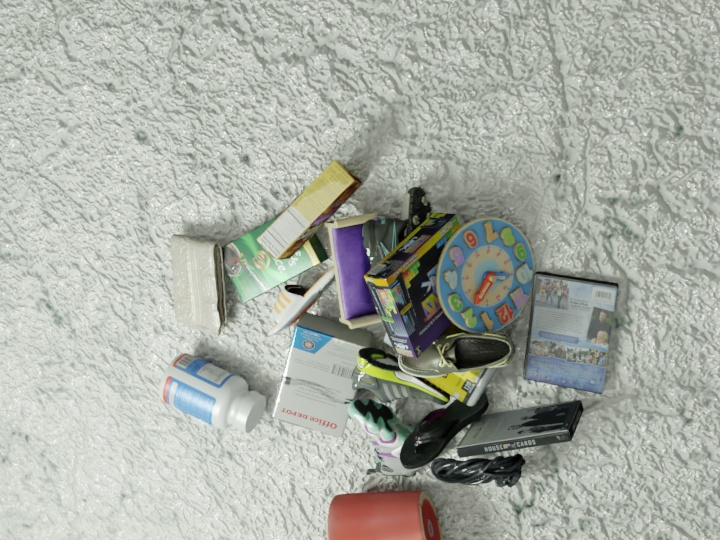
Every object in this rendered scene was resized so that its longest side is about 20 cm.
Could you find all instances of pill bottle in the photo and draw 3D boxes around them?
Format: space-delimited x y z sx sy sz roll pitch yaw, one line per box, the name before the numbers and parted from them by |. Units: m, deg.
pill bottle | 0.146 0.148 1.558 0.200 0.112 0.112 31 112 12
pill bottle | -0.299 0.255 1.764 0.199 0.112 0.113 23 110 16

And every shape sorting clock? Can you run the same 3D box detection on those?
shape sorting clock | 0.216 0.010 1.473 0.039 0.199 0.201 22 116 59

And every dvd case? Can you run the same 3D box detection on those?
dvd case | 0.280 0.276 1.513 0.199 0.150 0.025 -15 96 24
dvd case | 0.365 0.108 1.512 0.142 0.018 0.201 9 107 20

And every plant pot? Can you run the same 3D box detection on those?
plant pot | 0.055 0.510 1.650 0.177 0.200 0.201 -17 96 14

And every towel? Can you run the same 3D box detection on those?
towel | -0.329 0.030 1.742 0.132 0.034 0.201 11 112 34

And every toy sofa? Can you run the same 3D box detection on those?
toy sofa | 0.000 0.000 1.574 0.083 0.098 0.201 -11 100 -21

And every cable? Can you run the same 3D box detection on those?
cable | 0.207 0.350 1.538 0.162 0.200 0.051 5 71 3

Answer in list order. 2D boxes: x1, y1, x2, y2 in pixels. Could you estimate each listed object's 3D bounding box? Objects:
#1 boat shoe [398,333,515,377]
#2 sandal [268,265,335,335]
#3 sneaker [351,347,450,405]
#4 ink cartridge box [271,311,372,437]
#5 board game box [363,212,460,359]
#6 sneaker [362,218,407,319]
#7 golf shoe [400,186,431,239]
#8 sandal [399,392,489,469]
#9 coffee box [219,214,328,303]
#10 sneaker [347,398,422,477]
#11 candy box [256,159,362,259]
boat shoe | 0.162 0.140 1.469 0.201 0.060 0.072 -6 78 6
sandal | -0.113 0.041 1.663 0.059 0.079 0.207 46 106 7
sneaker | 0.073 0.209 1.601 0.199 0.074 0.081 22 117 -12
ink cartridge box | -0.074 0.200 1.658 0.144 0.084 0.201 17 109 1
board game box | 0.111 0.023 1.470 0.057 0.200 0.166 8 130 46
sneaker | 0.058 0.007 1.499 0.079 0.075 0.201 -9 98 13
golf shoe | 0.079 -0.052 1.561 0.088 0.077 0.201 8 102 33
sandal | 0.143 0.278 1.569 0.075 0.200 0.048 33 158 53
coffee box | -0.173 -0.031 1.682 0.200 0.044 0.123 -25 91 25
sneaker | 0.038 0.337 1.647 0.200 0.078 0.140 32 119 -9
candy box | -0.089 -0.107 1.562 0.200 0.117 0.056 -44 86 7
